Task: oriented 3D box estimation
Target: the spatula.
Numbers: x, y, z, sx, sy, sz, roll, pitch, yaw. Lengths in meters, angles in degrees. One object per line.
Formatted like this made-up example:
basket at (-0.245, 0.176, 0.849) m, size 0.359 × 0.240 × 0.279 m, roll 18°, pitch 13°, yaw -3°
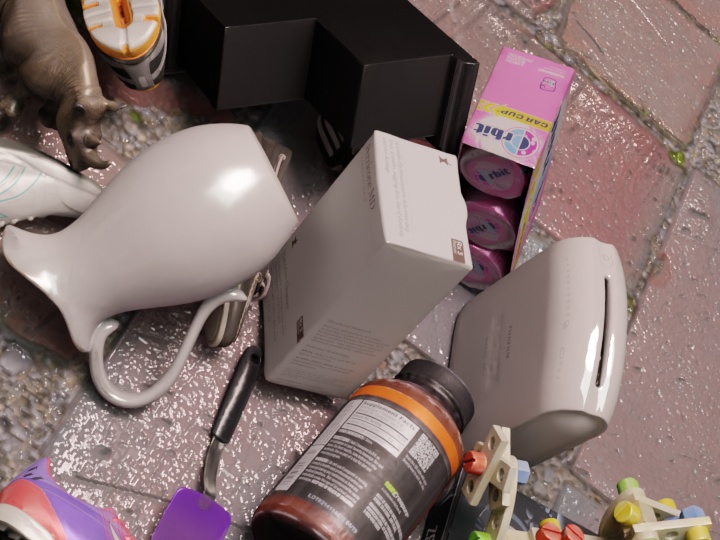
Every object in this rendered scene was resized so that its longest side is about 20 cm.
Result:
spatula at (-0.111, 0.143, 1.164) m, size 0.056 × 0.020 × 0.201 m, roll 35°, pitch 53°, yaw -27°

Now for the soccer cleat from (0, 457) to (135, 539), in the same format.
soccer cleat at (-0.173, 0.214, 1.074) m, size 0.200 × 0.068 × 0.073 m, roll 37°, pitch 51°, yaw -7°

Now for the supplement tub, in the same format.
supplement tub at (0.010, 0.158, 1.176) m, size 0.107 × 0.107 × 0.200 m, roll 46°, pitch 54°, yaw -4°

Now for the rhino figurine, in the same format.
rhino figurine at (-0.237, -0.152, 1.153) m, size 0.060 × 0.088 × 0.201 m, roll 0°, pitch 48°, yaw -46°

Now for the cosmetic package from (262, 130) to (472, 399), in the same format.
cosmetic package at (0.000, 0.000, 1.170) m, size 0.081 × 0.200 × 0.113 m, roll 14°, pitch 47°, yaw -25°

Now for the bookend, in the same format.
bookend at (-0.042, -0.166, 1.234) m, size 0.198 × 0.093 × 0.200 m, roll -11°, pitch 40°, yaw -30°

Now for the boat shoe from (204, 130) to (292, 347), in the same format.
boat shoe at (-0.087, -0.027, 1.227) m, size 0.057 × 0.067 × 0.201 m, roll 14°, pitch 59°, yaw -18°

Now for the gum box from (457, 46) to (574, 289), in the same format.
gum box at (0.122, -0.077, 1.293) m, size 0.066 × 0.201 × 0.114 m, roll 19°, pitch 57°, yaw 9°

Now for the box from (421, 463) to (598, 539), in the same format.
box at (0.136, 0.275, 1.232) m, size 0.199 × 0.044 × 0.161 m, roll 30°, pitch 58°, yaw -15°

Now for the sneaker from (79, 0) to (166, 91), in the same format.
sneaker at (-0.197, -0.228, 1.213) m, size 0.078 × 0.077 × 0.201 m, roll -13°, pitch 55°, yaw 1°

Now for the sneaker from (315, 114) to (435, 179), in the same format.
sneaker at (0.047, -0.067, 1.317) m, size 0.115 × 0.076 × 0.201 m, roll -11°, pitch 74°, yaw -36°

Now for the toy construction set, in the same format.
toy construction set at (0.159, 0.202, 1.169) m, size 0.199 × 0.131 × 0.092 m, roll 23°, pitch 39°, yaw -12°

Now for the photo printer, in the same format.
photo printer at (0.145, 0.073, 1.231) m, size 0.069 × 0.200 × 0.168 m, roll 20°, pitch 61°, yaw -20°

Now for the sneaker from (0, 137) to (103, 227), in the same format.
sneaker at (-0.284, -0.063, 1.140) m, size 0.199 × 0.070 × 0.081 m, roll 16°, pitch 95°, yaw -35°

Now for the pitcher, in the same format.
pitcher at (-0.141, -0.004, 1.128) m, size 0.199 × 0.121 × 0.172 m, roll -28°, pitch 107°, yaw 0°
